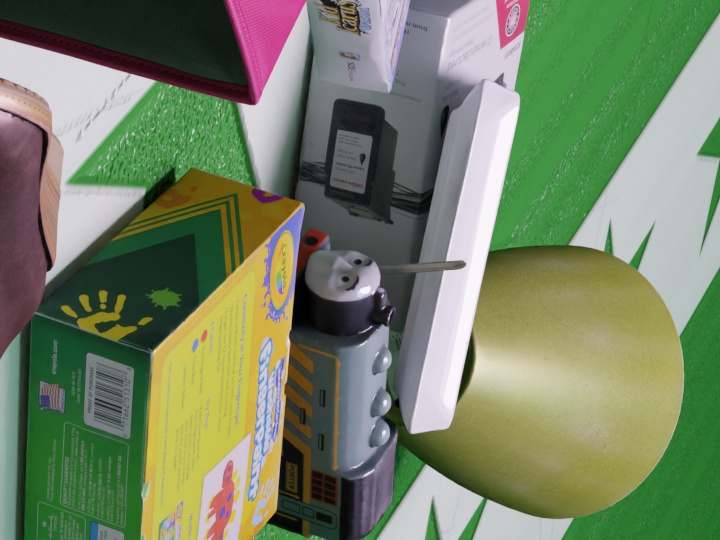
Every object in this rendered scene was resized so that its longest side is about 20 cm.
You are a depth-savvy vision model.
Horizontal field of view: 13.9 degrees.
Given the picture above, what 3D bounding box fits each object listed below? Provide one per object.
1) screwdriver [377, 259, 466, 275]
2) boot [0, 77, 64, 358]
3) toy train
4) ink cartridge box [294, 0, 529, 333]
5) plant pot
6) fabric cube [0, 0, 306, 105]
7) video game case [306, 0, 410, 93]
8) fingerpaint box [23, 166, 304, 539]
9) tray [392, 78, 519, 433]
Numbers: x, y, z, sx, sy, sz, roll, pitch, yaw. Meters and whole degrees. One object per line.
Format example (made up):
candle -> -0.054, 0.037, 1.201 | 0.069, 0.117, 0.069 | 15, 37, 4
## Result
screwdriver -> 0.000, 0.000, 1.620 | 0.200, 0.029, 0.028 | -5, -100, 64
boot -> -0.179, 0.004, 1.225 | 0.200, 0.072, 0.167 | 46, 61, -73
toy train -> -0.034, 0.062, 1.633 | 0.085, 0.114, 0.201 | -52, 153, -48
ink cartridge box -> 0.028, -0.082, 1.733 | 0.145, 0.083, 0.201 | -39, 142, -59
plant pot -> 0.083, 0.064, 1.924 | 0.200, 0.187, 0.188 | 12, 95, -57
fabric cube -> -0.099, -0.214, 1.070 | 0.200, 0.196, 0.200 | 75, 37, -58
video game case -> 0.011, -0.217, 1.531 | 0.181, 0.045, 0.201 | 76, 24, -74
fingerpaint box -> -0.103, 0.075, 1.510 | 0.167, 0.073, 0.201 | -47, 149, -51
tray -> 0.052, -0.008, 1.672 | 0.107, 0.022, 0.201 | 7, 96, -75
